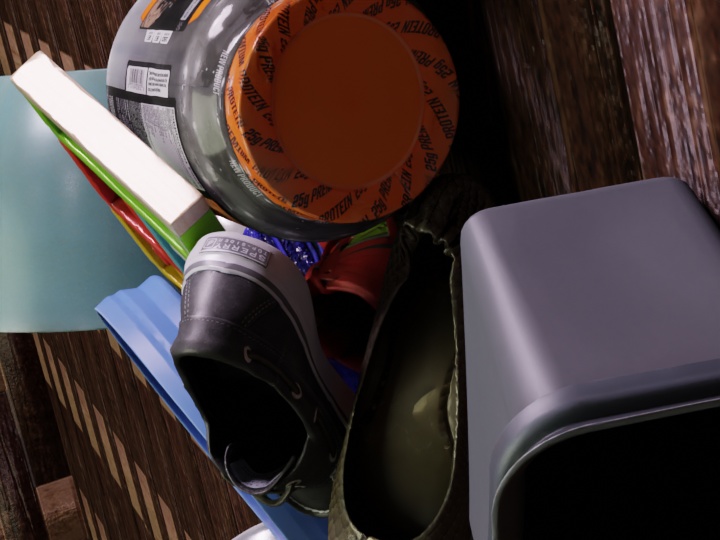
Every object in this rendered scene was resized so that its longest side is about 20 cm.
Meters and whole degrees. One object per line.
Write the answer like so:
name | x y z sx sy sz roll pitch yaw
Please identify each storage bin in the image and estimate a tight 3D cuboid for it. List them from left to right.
storage bin | 0.080 0.075 0.692 0.135 0.144 0.201 -109 11 -50

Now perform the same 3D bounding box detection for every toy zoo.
toy zoo | -0.078 -0.007 0.961 0.131 0.020 0.200 41 170 35

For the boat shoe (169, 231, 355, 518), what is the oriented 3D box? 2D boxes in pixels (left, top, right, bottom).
boat shoe | -0.039 0.065 0.895 0.200 0.069 0.067 77 -152 -55

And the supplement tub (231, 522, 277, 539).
supplement tub | -0.009 0.249 1.217 0.123 0.122 0.201 96 153 -56

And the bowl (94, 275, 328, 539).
bowl | -0.062 0.085 1.080 0.201 0.039 0.201 50 172 10

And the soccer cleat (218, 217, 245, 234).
soccer cleat | -0.071 0.047 1.245 0.069 0.085 0.201 108 152 -74

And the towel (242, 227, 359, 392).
towel | -0.009 0.075 1.104 0.148 0.049 0.201 -123 12 -50

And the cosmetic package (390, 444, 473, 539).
cosmetic package | 0.049 0.162 0.978 0.201 0.090 0.107 90 161 -56

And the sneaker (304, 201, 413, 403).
sneaker | 0.000 0.000 0.976 0.200 0.084 0.077 -128 26 -54

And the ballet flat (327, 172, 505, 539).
ballet flat | 0.022 0.057 0.867 0.046 0.067 0.202 15 -93 -67

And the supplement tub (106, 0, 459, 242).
supplement tub | -0.036 -0.079 0.918 0.200 0.122 0.123 -160 54 -69

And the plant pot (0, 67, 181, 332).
plant pot | -0.170 -0.053 1.360 0.200 0.199 0.162 -163 69 -73
